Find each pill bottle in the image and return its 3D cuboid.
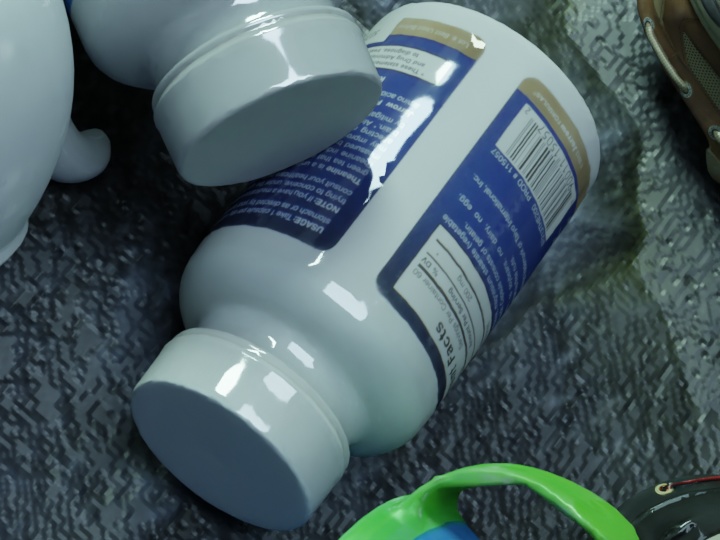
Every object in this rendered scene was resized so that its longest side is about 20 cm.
[{"bbox_3d":[0.000,0.000,1.123,0.111,0.111,0.200,40,61,-4],"label":"pill bottle"},{"bbox_3d":[-0.066,-0.138,1.082,0.112,0.112,0.201,-16,72,-27],"label":"pill bottle"}]

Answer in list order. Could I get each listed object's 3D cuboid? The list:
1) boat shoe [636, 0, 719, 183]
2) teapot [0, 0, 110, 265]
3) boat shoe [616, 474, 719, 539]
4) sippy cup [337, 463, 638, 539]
[{"bbox_3d":[0.187,-0.058,1.247,0.076,0.072,0.201,-32,95,-38],"label":"boat shoe"},{"bbox_3d":[-0.189,-0.037,1.040,0.199,0.198,0.147,-13,113,-5],"label":"teapot"},{"bbox_3d":[0.187,0.116,1.177,0.201,0.063,0.074,3,113,-35],"label":"boat shoe"},{"bbox_3d":[0.040,0.169,1.036,0.130,0.178,0.140,29,48,23],"label":"sippy cup"}]
